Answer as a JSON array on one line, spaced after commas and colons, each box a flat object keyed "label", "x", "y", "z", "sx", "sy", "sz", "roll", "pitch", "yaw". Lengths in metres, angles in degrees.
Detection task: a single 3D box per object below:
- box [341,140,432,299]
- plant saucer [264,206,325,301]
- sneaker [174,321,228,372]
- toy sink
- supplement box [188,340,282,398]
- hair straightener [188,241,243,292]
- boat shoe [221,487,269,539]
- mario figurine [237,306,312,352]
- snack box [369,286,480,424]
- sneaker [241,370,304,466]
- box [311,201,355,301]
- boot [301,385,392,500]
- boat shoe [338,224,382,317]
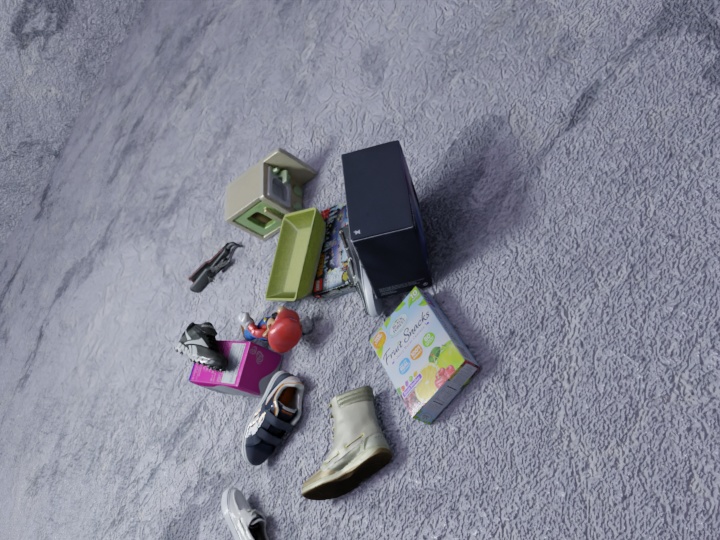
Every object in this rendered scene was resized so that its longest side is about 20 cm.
[{"label": "box", "x": 0.051, "y": -0.092, "z": 1.460, "sx": 0.120, "sy": 0.199, "sz": 0.204, "roll": -13, "pitch": 56, "yaw": 9}, {"label": "plant saucer", "x": -0.137, "y": -0.027, "z": 1.732, "sx": 0.199, "sy": 0.047, "sz": 0.205, "roll": -3, "pitch": 73, "yaw": 64}, {"label": "sneaker", "x": -0.341, "y": 0.159, "z": 1.724, "sx": 0.198, "sy": 0.066, "sz": 0.092, "roll": 15, "pitch": 81, "yaw": 52}, {"label": "toy sink", "x": -0.211, "y": -0.173, "z": 1.865, "sx": 0.198, "sy": 0.129, "sz": 0.114, "roll": -28, "pitch": 51, "yaw": 34}, {"label": "supplement box", "x": -0.279, "y": 0.219, "z": 1.753, "sx": 0.197, "sy": 0.100, "sz": 0.106, "roll": -1, "pitch": 67, "yaw": 46}, {"label": "hair straightener", "x": -0.370, "y": -0.001, "z": 2.027, "sx": 0.199, "sy": 0.041, "sz": 0.078, "roll": -36, "pitch": 47, "yaw": 24}, {"label": "boat shoe", "x": -0.218, "y": 0.507, "z": 1.560, "sx": 0.066, "sy": 0.072, "sz": 0.202, "roll": -43, "pitch": 44, "yaw": 15}, {"label": "mario figurine", "x": -0.183, "y": 0.109, "z": 1.690, "sx": 0.123, "sy": 0.108, "sz": 0.199, "roll": -35, "pitch": 15, "yaw": -27}, {"label": "snack box", "x": 0.109, "y": 0.148, "z": 1.402, "sx": 0.143, "sy": 0.053, "sz": 0.201, "roll": -49, "pitch": 42, "yaw": 16}, {"label": "sneaker", "x": -0.178, "y": 0.307, "z": 1.613, "sx": 0.079, "sy": 0.078, "sz": 0.204, "roll": 10, "pitch": 76, "yaw": 55}, {"label": "box", "x": -0.037, "y": -0.048, "z": 1.677, "sx": 0.135, "sy": 0.039, "sz": 0.204, "roll": -19, "pitch": 57, "yaw": 42}, {"label": "boot", "x": -0.038, "y": 0.320, "z": 1.460, "sx": 0.199, "sy": 0.072, "sz": 0.157, "roll": -36, "pitch": 47, "yaw": 22}, {"label": "boat shoe", "x": 0.000, "y": 0.000, "z": 1.562, "sx": 0.055, "sy": 0.069, "sz": 0.204, "roll": -17, "pitch": 69, "yaw": 16}]
